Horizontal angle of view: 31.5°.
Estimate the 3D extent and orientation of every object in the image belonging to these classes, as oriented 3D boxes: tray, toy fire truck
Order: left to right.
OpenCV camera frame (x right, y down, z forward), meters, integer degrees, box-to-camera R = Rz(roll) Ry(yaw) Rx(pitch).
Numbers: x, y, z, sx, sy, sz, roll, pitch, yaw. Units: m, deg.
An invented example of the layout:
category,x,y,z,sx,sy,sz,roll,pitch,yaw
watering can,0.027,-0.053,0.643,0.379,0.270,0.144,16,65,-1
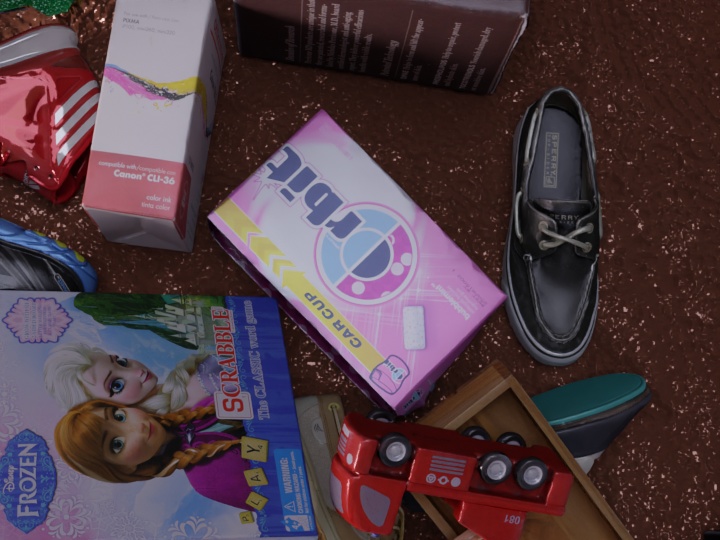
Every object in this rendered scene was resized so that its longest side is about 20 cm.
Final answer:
category,x,y,z,sx,sy,sz,roll,pitch,yaw
toy fire truck,0.068,0.172,0.805,0.199,0.049,0.142,12,101,-16
tray,0.111,0.166,0.859,0.098,0.037,0.200,-37,109,-1

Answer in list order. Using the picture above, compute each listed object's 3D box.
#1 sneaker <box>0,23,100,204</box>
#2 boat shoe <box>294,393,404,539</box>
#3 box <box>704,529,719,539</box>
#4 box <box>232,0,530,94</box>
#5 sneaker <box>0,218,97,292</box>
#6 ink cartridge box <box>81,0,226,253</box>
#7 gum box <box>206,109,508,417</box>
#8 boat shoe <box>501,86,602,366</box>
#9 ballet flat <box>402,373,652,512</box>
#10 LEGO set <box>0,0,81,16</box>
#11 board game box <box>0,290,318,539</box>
category,x,y,z,sx,sy,sz,roll,pitch,yaw
sneaker,-0.272,-0.087,0.909,0.199,0.078,0.116,-29,81,-7
boat shoe,-0.005,0.165,0.858,0.066,0.074,0.201,-19,60,-15
box,0.346,0.275,0.856,0.195,0.117,0.201,0,81,-3
box,0.020,-0.239,0.907,0.199,0.164,0.167,9,80,-1
sneaker,-0.287,-0.003,0.895,0.199,0.071,0.083,21,73,-2
ink cartridge box,-0.139,-0.124,0.902,0.067,0.117,0.201,8,80,-1
gum box,0.000,0.000,0.912,0.113,0.066,0.200,-44,85,-10
boat shoe,0.140,-0.033,0.927,0.070,0.064,0.201,-1,80,-3
ballet flat,0.113,0.127,0.901,0.199,0.073,0.073,-13,81,-11
LEGO set,-0.294,-0.242,0.936,0.199,0.116,0.154,-21,111,3
board game box,-0.140,0.099,0.818,0.198,0.041,0.201,1,45,-17
